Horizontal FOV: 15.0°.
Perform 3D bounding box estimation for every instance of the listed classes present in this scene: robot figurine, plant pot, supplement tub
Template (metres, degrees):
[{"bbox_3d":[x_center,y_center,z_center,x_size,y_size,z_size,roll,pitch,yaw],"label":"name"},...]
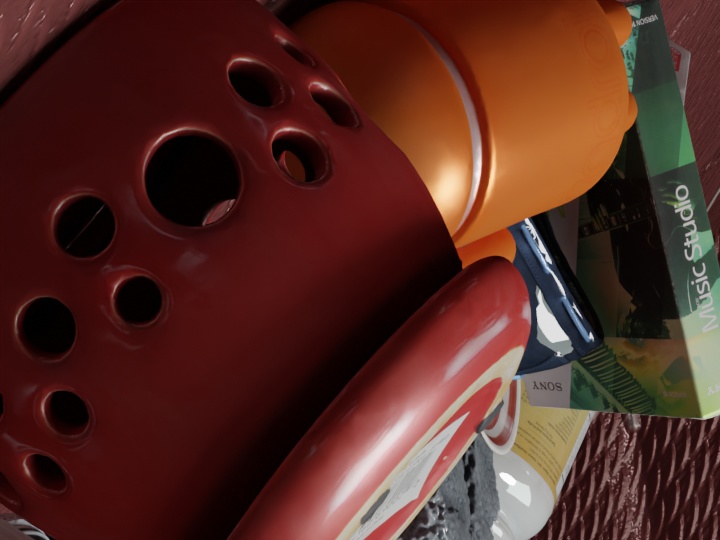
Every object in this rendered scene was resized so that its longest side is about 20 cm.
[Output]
[{"bbox_3d":[0.033,-0.069,1.147,0.199,0.117,0.144,-23,152,-43],"label":"robot figurine"},{"bbox_3d":[-0.049,0.021,0.978,0.201,0.182,0.201,-49,169,-13],"label":"plant pot"},{"bbox_3d":[0.072,0.080,1.698,0.145,0.144,0.201,104,12,-68],"label":"supplement tub"}]

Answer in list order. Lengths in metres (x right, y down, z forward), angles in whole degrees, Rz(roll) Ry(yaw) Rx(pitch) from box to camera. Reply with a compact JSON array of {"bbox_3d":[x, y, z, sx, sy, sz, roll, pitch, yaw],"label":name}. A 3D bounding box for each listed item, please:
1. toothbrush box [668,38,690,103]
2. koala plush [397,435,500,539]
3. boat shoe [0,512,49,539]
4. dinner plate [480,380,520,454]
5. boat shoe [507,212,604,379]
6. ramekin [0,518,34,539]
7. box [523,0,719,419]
[{"bbox_3d":[0.094,-0.043,1.534,0.201,0.086,0.146,-56,-174,25],"label":"toothbrush box"},{"bbox_3d":[-0.039,0.119,1.405,0.198,0.185,0.177,-8,169,13],"label":"koala plush"},{"bbox_3d":[-0.166,0.214,1.290,0.072,0.071,0.201,-17,126,-31],"label":"boat shoe"},{"bbox_3d":[0.048,-0.006,1.367,0.024,0.202,0.200,-11,179,14],"label":"dinner plate"},{"bbox_3d":[0.071,-0.047,1.293,0.084,0.068,0.201,-79,156,-56],"label":"boat shoe"},{"bbox_3d":[-0.201,0.178,1.131,0.203,0.094,0.202,-47,170,-11],"label":"ramekin"},{"bbox_3d":[0.112,-0.028,1.332,0.036,0.202,0.144,-20,-170,-30],"label":"box"}]
